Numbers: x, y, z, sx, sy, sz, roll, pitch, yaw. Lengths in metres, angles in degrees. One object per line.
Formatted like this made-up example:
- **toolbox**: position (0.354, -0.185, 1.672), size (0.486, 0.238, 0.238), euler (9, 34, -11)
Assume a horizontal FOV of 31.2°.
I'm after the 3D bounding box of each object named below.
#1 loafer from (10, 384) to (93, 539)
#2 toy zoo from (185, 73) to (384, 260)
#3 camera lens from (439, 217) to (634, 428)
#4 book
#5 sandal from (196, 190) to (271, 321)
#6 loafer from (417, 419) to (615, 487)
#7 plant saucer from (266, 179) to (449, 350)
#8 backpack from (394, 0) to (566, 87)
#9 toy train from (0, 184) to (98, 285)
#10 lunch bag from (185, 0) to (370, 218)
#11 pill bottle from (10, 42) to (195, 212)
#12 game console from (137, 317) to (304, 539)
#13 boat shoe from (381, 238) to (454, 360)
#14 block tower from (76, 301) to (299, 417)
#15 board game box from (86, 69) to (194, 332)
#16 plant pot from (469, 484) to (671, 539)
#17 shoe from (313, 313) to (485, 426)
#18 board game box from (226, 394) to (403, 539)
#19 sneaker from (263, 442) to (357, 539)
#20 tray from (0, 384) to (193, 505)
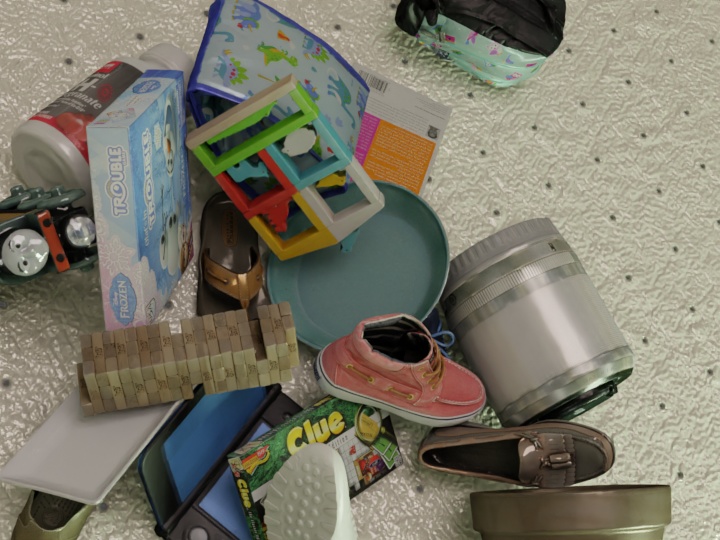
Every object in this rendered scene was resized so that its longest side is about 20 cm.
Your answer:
- **loafer**: position (-0.258, 0.178, 1.191), size (0.076, 0.067, 0.200), euler (23, 58, -12)
- **toy zoo**: position (-0.066, -0.090, 1.310), size (0.200, 0.131, 0.020), euler (53, 22, -28)
- **camera lens**: position (0.187, 0.065, 1.392), size (0.160, 0.160, 0.200), euler (-19, 73, -31)
- **book**: position (0.018, -0.138, 1.492), size (0.134, 0.048, 0.200), euler (26, 56, -6)
- **sandal**: position (-0.128, -0.001, 1.346), size (0.082, 0.055, 0.200), euler (3, 64, -15)
- **loafer**: position (0.155, 0.191, 1.308), size (0.063, 0.200, 0.072), euler (-25, 113, -64)
- **plant saucer**: position (0.000, 0.000, 1.371), size (0.200, 0.036, 0.200), euler (-6, 67, 13)
- **backpack**: position (0.154, -0.321, 1.599), size (0.200, 0.127, 0.167), euler (27, 68, -10)
- **toy train**: position (-0.319, -0.027, 1.203), size (0.114, 0.200, 0.085), euler (-27, 108, -30)
- **lunch bag**: position (-0.099, -0.182, 1.373), size (0.200, 0.127, 0.170), euler (45, 38, -34)
- **pill bottle**: position (-0.254, -0.153, 1.338), size (0.111, 0.111, 0.200), euler (44, 56, 2)
- **game console**: position (-0.102, 0.180, 1.229), size (0.171, 0.118, 0.200), euler (39, 56, -1)
- **boat shoe**: position (0.048, 0.060, 1.387), size (0.084, 0.069, 0.200), euler (-17, 72, -30)
- **block tower**: position (-0.157, 0.079, 1.162), size (0.200, 0.058, 0.054), euler (-11, 44, -7)
- **board game box**: position (-0.204, -0.070, 1.224), size (0.043, 0.200, 0.199), euler (2, 24, 7)
- **plant pot**: position (0.212, 0.303, 1.280), size (0.200, 0.200, 0.174), euler (2, 80, -23)
- **shoe**: position (0.059, 0.100, 1.283), size (0.200, 0.091, 0.072), euler (15, 55, -27)
- **board game box**: position (-0.040, 0.186, 1.265), size (0.200, 0.023, 0.105), euler (-28, 105, -43)
- **sneaker**: position (-0.038, 0.239, 1.198), size (0.076, 0.200, 0.080), euler (21, 31, 28)
- **tray**: position (-0.226, 0.139, 1.161), size (0.107, 0.022, 0.200), euler (8, 37, 24)
